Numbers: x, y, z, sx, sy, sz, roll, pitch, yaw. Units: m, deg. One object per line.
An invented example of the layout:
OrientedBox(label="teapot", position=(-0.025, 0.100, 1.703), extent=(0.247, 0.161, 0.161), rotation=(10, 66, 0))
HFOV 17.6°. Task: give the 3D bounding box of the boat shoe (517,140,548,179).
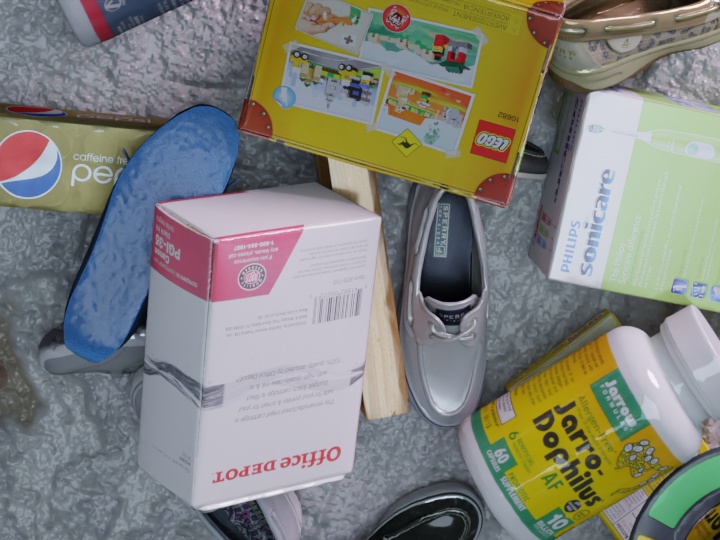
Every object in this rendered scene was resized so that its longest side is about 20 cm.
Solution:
OrientedBox(label="boat shoe", position=(0.051, -0.118, 1.723), extent=(0.199, 0.067, 0.057), rotation=(17, 103, -6))

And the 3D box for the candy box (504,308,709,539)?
OrientedBox(label="candy box", position=(0.209, 0.138, 1.811), extent=(0.102, 0.026, 0.200), rotation=(-36, 103, 3))

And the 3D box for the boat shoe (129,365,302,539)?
OrientedBox(label="boat shoe", position=(-0.108, 0.153, 1.729), extent=(0.072, 0.069, 0.201), rotation=(-19, 124, 13))

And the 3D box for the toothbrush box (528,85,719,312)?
OrientedBox(label="toothbrush box", position=(0.242, -0.053, 1.748), extent=(0.199, 0.086, 0.147), rotation=(10, 100, -9))

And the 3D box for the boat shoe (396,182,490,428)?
OrientedBox(label="boat shoe", position=(0.062, 0.026, 1.752), extent=(0.073, 0.065, 0.202), rotation=(-7, 101, -5))

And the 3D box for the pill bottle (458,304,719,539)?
OrientedBox(label="pill bottle", position=(0.182, 0.112, 1.722), extent=(0.199, 0.113, 0.113), rotation=(-31, 103, 12))

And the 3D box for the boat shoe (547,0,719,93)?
OrientedBox(label="boat shoe", position=(0.222, -0.197, 1.698), extent=(0.199, 0.073, 0.063), rotation=(-32, 141, -22))

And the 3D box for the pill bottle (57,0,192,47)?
OrientedBox(label="pill bottle", position=(-0.131, -0.251, 1.650), extent=(0.199, 0.120, 0.120), rotation=(-25, 103, -2))

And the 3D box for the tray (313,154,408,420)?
OrientedBox(label="tray", position=(0.000, 0.000, 1.723), extent=(0.037, 0.099, 0.201), rotation=(-11, 102, -6))

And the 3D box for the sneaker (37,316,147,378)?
OrientedBox(label="sneaker", position=(-0.140, 0.069, 1.734), extent=(0.198, 0.075, 0.083), rotation=(-3, 108, -2))

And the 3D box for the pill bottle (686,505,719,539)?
OrientedBox(label="pill bottle", position=(0.292, 0.232, 1.778), extent=(0.200, 0.104, 0.104), rotation=(-44, 102, 4))

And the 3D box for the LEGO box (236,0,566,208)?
OrientedBox(label="LEGO box", position=(0.030, -0.148, 1.613), extent=(0.199, 0.077, 0.150), rotation=(16, 117, 1))

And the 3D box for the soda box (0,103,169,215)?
OrientedBox(label="soda box", position=(-0.209, -0.080, 1.702), extent=(0.198, 0.064, 0.068), rotation=(5, 102, -8))

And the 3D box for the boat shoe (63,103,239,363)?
OrientedBox(label="boat shoe", position=(-0.156, -0.033, 1.653), extent=(0.084, 0.069, 0.200), rotation=(36, 94, -4))

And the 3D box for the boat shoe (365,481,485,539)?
OrientedBox(label="boat shoe", position=(0.016, 0.241, 1.789), extent=(0.200, 0.064, 0.071), rotation=(-38, 103, 2))

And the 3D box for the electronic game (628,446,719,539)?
OrientedBox(label="electronic game", position=(0.292, 0.225, 1.703), extent=(0.199, 0.042, 0.202), rotation=(-2, 83, 13))

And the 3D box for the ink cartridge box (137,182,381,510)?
OrientedBox(label="ink cartridge box", position=(-0.074, 0.051, 1.632), extent=(0.146, 0.083, 0.201), rotation=(-9, 115, -37))
